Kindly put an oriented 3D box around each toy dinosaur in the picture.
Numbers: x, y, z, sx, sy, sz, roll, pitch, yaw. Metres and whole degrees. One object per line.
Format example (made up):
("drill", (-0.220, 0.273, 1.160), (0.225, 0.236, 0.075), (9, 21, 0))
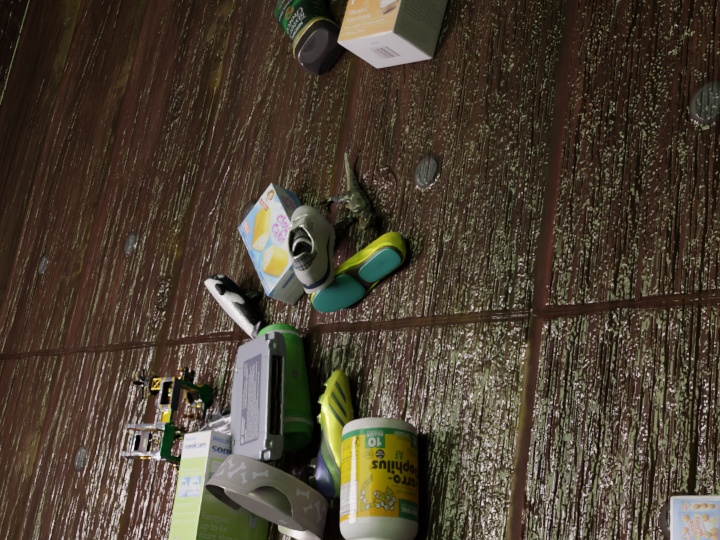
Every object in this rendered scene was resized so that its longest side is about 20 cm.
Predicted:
("toy dinosaur", (-0.022, -0.115, 1.667), (0.088, 0.047, 0.202), (-41, 43, 21))

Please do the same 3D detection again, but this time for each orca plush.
("orca plush", (-0.216, 0.055, 1.794), (0.071, 0.106, 0.199), (-37, 34, -13))

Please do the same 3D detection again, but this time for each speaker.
("speaker", (-0.128, 0.193, 1.609), (0.088, 0.087, 0.203), (-36, 48, 33))

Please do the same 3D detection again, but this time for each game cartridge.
("game cartridge", (-0.166, 0.211, 1.549), (0.132, 0.040, 0.205), (-23, 60, 49))

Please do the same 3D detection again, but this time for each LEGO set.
("LEGO set", (-0.368, 0.285, 1.797), (0.114, 0.153, 0.205), (-6, 75, 29))

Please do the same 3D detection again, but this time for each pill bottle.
("pill bottle", (0.026, 0.319, 1.346), (0.112, 0.112, 0.204), (-22, 56, 41))

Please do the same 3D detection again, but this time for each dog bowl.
("dog bowl", (-0.137, 0.347, 1.470), (0.198, 0.200, 0.059), (-2, 55, 49))

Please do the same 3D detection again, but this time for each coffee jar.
("coffee jar", (-0.099, -0.476, 1.892), (0.105, 0.084, 0.202), (-48, 43, 23))

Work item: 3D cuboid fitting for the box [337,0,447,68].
("box", (0.066, -0.476, 1.680), (0.151, 0.105, 0.204), (3, 75, 50))

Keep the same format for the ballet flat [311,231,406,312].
("ballet flat", (0.000, 0.000, 1.579), (0.199, 0.067, 0.068), (-35, 27, 31))

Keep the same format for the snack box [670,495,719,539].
("snack box", (0.361, 0.341, 1.010), (0.071, 0.024, 0.205), (-14, 62, 47))

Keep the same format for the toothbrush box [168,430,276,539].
("toothbrush box", (-0.226, 0.381, 1.589), (0.085, 0.144, 0.204), (-16, 60, 44))

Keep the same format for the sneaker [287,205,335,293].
("sneaker", (-0.089, -0.055, 1.598), (0.075, 0.081, 0.202), (-30, 38, 11))

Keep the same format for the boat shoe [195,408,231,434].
("boat shoe", (-0.239, 0.282, 1.711), (0.198, 0.071, 0.069), (-22, 59, 39))

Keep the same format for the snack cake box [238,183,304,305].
("snack cake box", (-0.142, -0.050, 1.757), (0.116, 0.066, 0.201), (-51, 42, 21))

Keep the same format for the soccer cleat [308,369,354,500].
("soccer cleat", (-0.028, 0.255, 1.497), (0.082, 0.065, 0.204), (-2, 64, 17))
